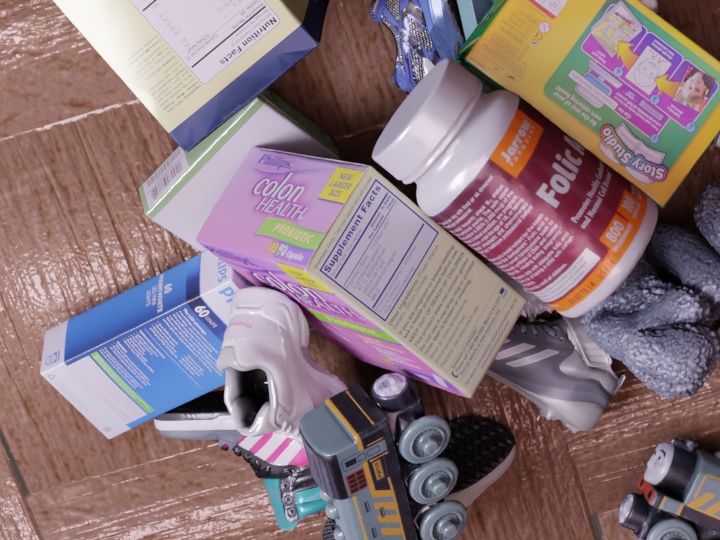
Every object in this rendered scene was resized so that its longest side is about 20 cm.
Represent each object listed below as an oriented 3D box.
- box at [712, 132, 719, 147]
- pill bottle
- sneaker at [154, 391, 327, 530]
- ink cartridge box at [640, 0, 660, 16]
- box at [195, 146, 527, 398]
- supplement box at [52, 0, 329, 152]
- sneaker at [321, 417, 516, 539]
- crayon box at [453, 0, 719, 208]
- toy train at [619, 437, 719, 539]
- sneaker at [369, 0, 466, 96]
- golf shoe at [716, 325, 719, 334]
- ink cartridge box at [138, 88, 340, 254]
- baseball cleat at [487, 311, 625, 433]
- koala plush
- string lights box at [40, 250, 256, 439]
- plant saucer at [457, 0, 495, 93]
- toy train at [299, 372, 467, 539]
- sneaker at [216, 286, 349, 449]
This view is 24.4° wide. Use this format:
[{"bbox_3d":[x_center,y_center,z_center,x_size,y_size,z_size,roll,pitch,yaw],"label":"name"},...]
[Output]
[{"bbox_3d":[0.392,-0.119,1.391,0.200,0.082,0.068,15,111,-5],"label":"box"},{"bbox_3d":[0.116,-0.065,1.267,0.200,0.114,0.114,36,107,-11],"label":"pill bottle"},{"bbox_3d":[-0.086,0.174,1.515,0.200,0.084,0.121,0,101,0],"label":"sneaker"},{"bbox_3d":[0.184,-0.211,1.369,0.116,0.068,0.200,-13,109,6],"label":"ink cartridge box"},{"bbox_3d":[0.000,0.000,1.355,0.200,0.176,0.097,39,77,-33],"label":"box"},{"bbox_3d":[-0.140,-0.230,1.301,0.134,0.200,0.200,-37,105,13],"label":"supplement box"},{"bbox_3d":[0.058,0.212,1.537,0.200,0.070,0.093,-36,151,-7],"label":"sneaker"},{"bbox_3d":[0.189,-0.154,1.305,0.200,0.058,0.119,36,93,-7],"label":"crayon box"},{"bbox_3d":[0.339,0.228,1.517,0.200,0.085,0.114,23,97,-5],"label":"toy train"},{"bbox_3d":[0.069,-0.160,1.398,0.078,0.075,0.200,-15,106,23],"label":"sneaker"},{"bbox_3d":[0.399,0.101,1.487,0.200,0.077,0.088,46,125,-11],"label":"golf shoe"},{"bbox_3d":[-0.069,-0.057,1.447,0.146,0.048,0.200,-44,125,16],"label":"ink cartridge box"},{"bbox_3d":[0.143,0.060,1.481,0.200,0.070,0.106,33,94,-15],"label":"baseball cleat"},{"bbox_3d":[0.212,0.000,1.404,0.200,0.184,0.177,27,77,3],"label":"koala plush"},{"bbox_3d":[-0.167,0.062,1.457,0.200,0.059,0.103,-26,128,17],"label":"string lights box"},{"bbox_3d":[0.111,-0.170,1.366,0.019,0.070,0.200,-10,96,30],"label":"plant saucer"},{"bbox_3d":[0.019,0.175,1.404,0.114,0.085,0.200,-25,131,-14],"label":"toy train"},{"bbox_3d":[-0.069,0.111,1.392,0.078,0.099,0.200,-1,135,36],"label":"sneaker"}]
